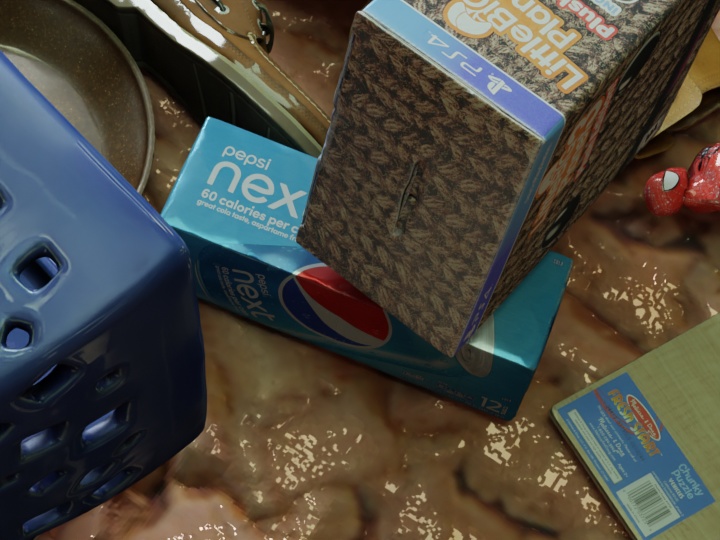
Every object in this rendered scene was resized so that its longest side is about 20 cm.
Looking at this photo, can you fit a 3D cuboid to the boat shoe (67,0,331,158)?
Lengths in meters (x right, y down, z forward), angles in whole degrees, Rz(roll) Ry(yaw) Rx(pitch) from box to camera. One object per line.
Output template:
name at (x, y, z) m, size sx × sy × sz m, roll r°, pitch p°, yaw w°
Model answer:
boat shoe at (-0.077, -0.125, 0.987) m, size 0.200 × 0.072 × 0.068 m, roll 40°, pitch 64°, yaw 13°

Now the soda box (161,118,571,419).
soda box at (0.000, 0.000, 0.928) m, size 0.198 × 0.064 × 0.068 m, roll 21°, pitch 61°, yaw 4°

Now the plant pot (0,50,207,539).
plant pot at (-0.192, 0.022, 0.756) m, size 0.180 × 0.200 × 0.200 m, roll -41°, pitch 74°, yaw -17°

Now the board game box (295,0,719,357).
board game box at (0.077, -0.090, 0.856) m, size 0.097 × 0.160 × 0.200 m, roll 36°, pitch 55°, yaw 13°

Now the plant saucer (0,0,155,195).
plant saucer at (-0.207, -0.064, 0.958) m, size 0.198 × 0.037 × 0.202 m, roll 3°, pitch 61°, yaw -6°

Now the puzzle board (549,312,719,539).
puzzle board at (0.209, 0.119, 0.930) m, size 0.150 × 0.017 × 0.201 m, roll -27°, pitch 68°, yaw -18°

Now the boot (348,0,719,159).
boot at (0.108, -0.118, 1.010) m, size 0.200 × 0.071 × 0.145 m, roll -23°, pitch 66°, yaw -23°

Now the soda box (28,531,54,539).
soda box at (-0.181, 0.129, 0.844) m, size 0.068 × 0.064 × 0.201 m, roll -28°, pitch 69°, yaw -20°

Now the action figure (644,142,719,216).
action figure at (0.237, -0.074, 1.009) m, size 0.199 × 0.065 × 0.052 m, roll -27°, pitch 101°, yaw -21°
